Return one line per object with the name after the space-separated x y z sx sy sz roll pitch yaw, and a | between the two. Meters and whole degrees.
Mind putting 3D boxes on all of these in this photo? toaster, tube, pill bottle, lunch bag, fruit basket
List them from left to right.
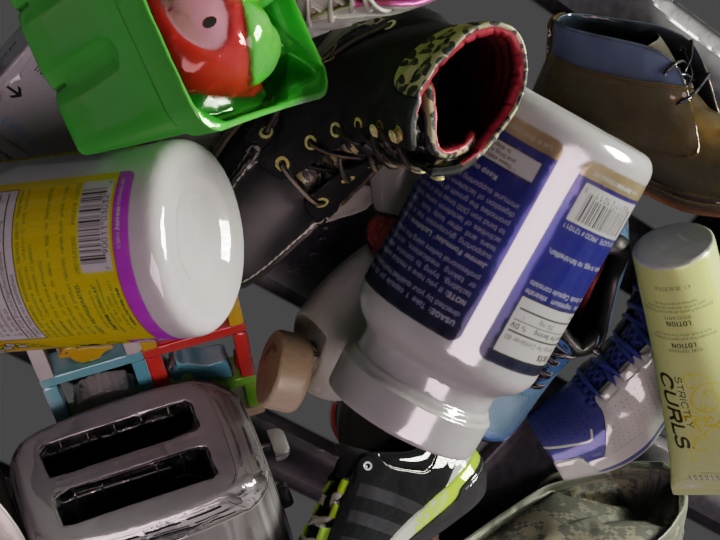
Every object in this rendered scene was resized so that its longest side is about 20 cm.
-0.171 -0.009 0.932 0.199 0.104 0.104 -5 129 23 | pill bottle
-0.139 0.152 1.087 0.199 0.114 0.129 -16 143 -11 | toaster
-0.071 -0.175 0.861 0.215 0.155 0.217 7 107 25 | fruit basket
0.069 -0.001 0.984 0.115 0.116 0.200 25 100 -26 | pill bottle
0.152 0.238 1.235 0.200 0.117 0.164 -30 133 -27 | lunch bag
0.215 0.066 1.089 0.052 0.058 0.201 -29 122 -16 | tube

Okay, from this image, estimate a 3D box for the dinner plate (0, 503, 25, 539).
-0.283 0.167 1.054 0.199 0.024 0.201 16 131 20 | dinner plate

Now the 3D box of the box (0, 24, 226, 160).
-0.163 -0.062 1.015 0.156 0.041 0.200 34 112 -30 | box

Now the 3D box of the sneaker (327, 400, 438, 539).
0.028 0.148 1.172 0.077 0.082 0.201 -12 125 -4 | sneaker

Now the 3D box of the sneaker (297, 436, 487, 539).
-0.008 0.149 1.090 0.200 0.072 0.083 -37 108 -28 | sneaker

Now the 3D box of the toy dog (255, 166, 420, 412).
0.000 0.000 1.080 0.132 0.096 0.200 33 96 -26 | toy dog

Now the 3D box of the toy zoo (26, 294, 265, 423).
-0.134 0.046 1.062 0.131 0.021 0.200 -16 146 -6 | toy zoo

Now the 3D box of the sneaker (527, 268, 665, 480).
0.192 0.042 1.149 0.199 0.081 0.115 -28 121 -2 | sneaker

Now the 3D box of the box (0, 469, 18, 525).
-0.274 0.126 1.099 0.082 0.068 0.201 -10 125 -4 | box

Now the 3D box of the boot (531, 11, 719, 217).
0.191 -0.091 1.019 0.199 0.075 0.097 10 117 19 | boot

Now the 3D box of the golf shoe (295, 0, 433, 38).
-0.008 -0.165 0.941 0.199 0.092 0.075 -26 116 0 | golf shoe

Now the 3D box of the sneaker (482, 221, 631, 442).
0.112 0.034 1.110 0.078 0.090 0.200 12 121 -19 | sneaker

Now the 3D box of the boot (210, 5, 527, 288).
-0.007 -0.065 0.939 0.073 0.154 0.204 42 83 -24 | boot
